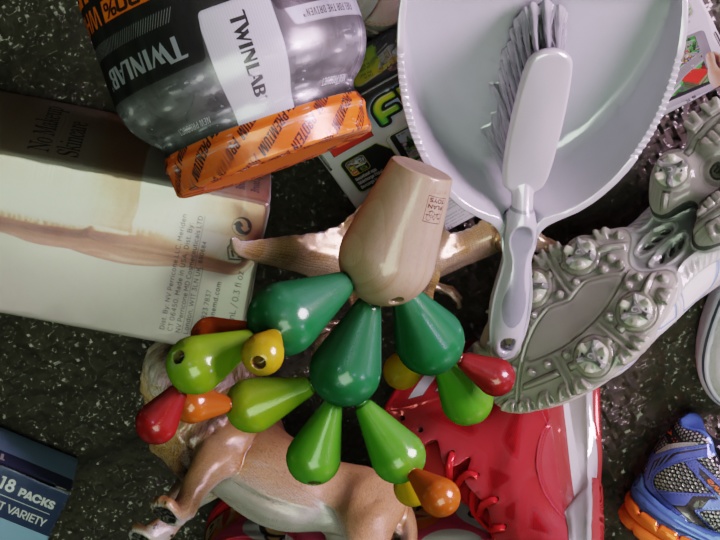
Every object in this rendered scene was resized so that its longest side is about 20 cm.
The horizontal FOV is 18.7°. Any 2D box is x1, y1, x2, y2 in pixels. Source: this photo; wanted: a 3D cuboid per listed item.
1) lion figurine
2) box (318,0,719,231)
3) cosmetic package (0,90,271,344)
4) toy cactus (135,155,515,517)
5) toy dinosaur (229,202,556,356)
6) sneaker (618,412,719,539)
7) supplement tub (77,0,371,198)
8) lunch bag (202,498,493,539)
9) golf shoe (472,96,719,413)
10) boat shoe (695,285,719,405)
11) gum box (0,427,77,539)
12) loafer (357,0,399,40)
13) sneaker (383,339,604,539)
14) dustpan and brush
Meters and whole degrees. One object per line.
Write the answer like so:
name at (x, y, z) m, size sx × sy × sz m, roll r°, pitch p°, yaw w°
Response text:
lion figurine at (-0.038, 0.110, 1.125) m, size 0.200 × 0.123 × 0.072 m, roll 34°, pitch 143°, yaw 2°
box at (0.076, -0.093, 1.084) m, size 0.200 × 0.035 × 0.110 m, roll -28°, pitch 133°, yaw 10°
cosmetic package at (-0.149, -0.030, 1.091) m, size 0.200 × 0.103 × 0.087 m, roll 10°, pitch 111°, yaw -7°
toy cactus at (0.001, 0.030, 1.022) m, size 0.200 × 0.102 × 0.165 m, roll 12°, pitch 106°, yaw -31°
toy dinosaur at (0.000, 0.000, 1.093) m, size 0.200 × 0.058 × 0.101 m, roll -3°, pitch 126°, yaw -34°
sneaker at (0.244, 0.130, 1.181) m, size 0.200 × 0.075 × 0.078 m, roll 12°, pitch 108°, yaw -8°
supplement tub at (-0.072, -0.142, 1.004) m, size 0.122 × 0.123 × 0.200 m, roll -20°, pitch 89°, yaw 7°
lunch bag at (0.009, 0.207, 1.202) m, size 0.200 × 0.082 × 0.176 m, roll 2°, pitch 113°, yaw -3°
golf shoe at (0.148, 0.007, 1.113) m, size 0.200 × 0.078 × 0.097 m, roll -41°, pitch 152°, yaw 8°
boat shoe at (0.248, 0.002, 1.119) m, size 0.075 × 0.086 × 0.202 m, roll 34°, pitch 107°, yaw -14°
gum box at (-0.272, 0.159, 1.197) m, size 0.170 × 0.045 × 0.200 m, roll 24°, pitch 111°, yaw -10°
loafer at (0.050, -0.195, 1.052) m, size 0.063 × 0.072 × 0.200 m, roll 20°, pitch 118°, yaw -28°
sneaker at (0.066, 0.122, 1.123) m, size 0.115 × 0.200 × 0.078 m, roll 0°, pitch 142°, yaw 5°
dustpan and brush at (0.079, -0.050, 1.050) m, size 0.139 × 0.057 × 0.200 m, roll 0°, pitch 126°, yaw -11°
